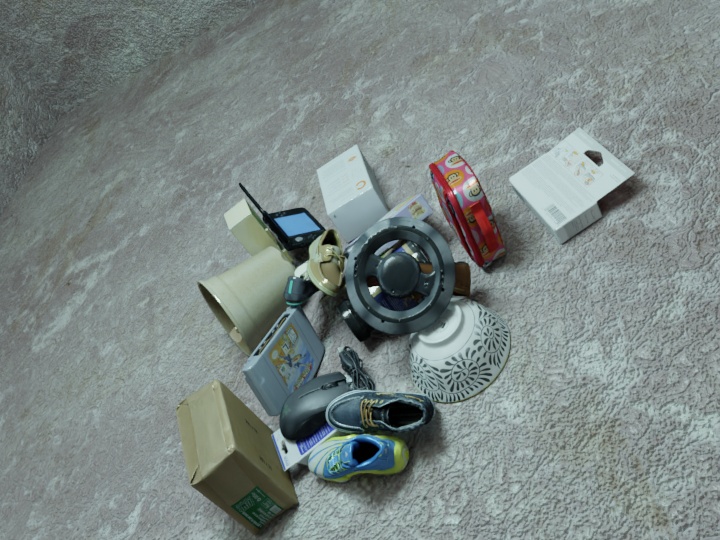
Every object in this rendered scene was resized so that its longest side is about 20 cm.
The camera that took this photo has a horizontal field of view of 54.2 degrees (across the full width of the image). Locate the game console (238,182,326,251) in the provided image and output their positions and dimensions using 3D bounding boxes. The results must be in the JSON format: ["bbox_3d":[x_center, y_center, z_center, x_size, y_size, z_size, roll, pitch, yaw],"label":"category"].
[{"bbox_3d":[-0.183,-0.142,1.693,0.171,0.120,0.200,-13,31,-21],"label":"game console"}]

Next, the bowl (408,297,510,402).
[{"bbox_3d":[0.155,0.116,1.234,0.196,0.095,0.204,-22,40,20],"label":"bowl"}]

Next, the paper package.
[{"bbox_3d":[-0.220,0.329,1.243,0.102,0.201,0.192,-35,37,2],"label":"paper package"}]

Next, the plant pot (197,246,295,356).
[{"bbox_3d":[-0.230,0.052,1.556,0.182,0.204,0.199,-38,36,-18],"label":"plant pot"}]

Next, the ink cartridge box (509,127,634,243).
[{"bbox_3d":[0.403,-0.166,1.350,0.174,0.045,0.202,-35,38,7],"label":"ink cartridge box"}]

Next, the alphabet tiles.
[{"bbox_3d":[0.000,0.000,1.459,0.198,0.008,0.167,-35,7,32],"label":"alphabet tiles"}]

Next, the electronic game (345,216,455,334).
[{"bbox_3d":[0.069,0.008,1.224,0.193,0.042,0.207,-2,83,12],"label":"electronic game"}]

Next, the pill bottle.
[{"bbox_3d":[0.054,0.045,1.373,0.198,0.113,0.112,-38,38,1],"label":"pill bottle"}]

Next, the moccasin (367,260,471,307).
[{"bbox_3d":[0.104,0.025,1.285,0.195,0.074,0.080,1,82,-8],"label":"moccasin"}]

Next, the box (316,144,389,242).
[{"bbox_3d":[-0.019,-0.185,1.674,0.122,0.098,0.202,-29,38,11],"label":"box"}]

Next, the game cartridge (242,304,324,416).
[{"bbox_3d":[-0.143,0.176,1.373,0.041,0.135,0.201,-15,27,38],"label":"game cartridge"}]

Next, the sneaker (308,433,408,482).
[{"bbox_3d":[-0.021,0.303,1.175,0.195,0.105,0.078,-16,61,26],"label":"sneaker"}]

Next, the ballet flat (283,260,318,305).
[{"bbox_3d":[-0.103,0.016,1.464,0.071,0.075,0.199,-19,4,22],"label":"ballet flat"}]

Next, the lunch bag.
[{"bbox_3d":[0.208,-0.109,1.330,0.080,0.202,0.178,-28,38,3],"label":"lunch bag"}]

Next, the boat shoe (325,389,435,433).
[{"bbox_3d":[0.025,0.236,1.181,0.194,0.091,0.073,-7,82,14],"label":"boat shoe"}]

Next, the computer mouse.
[{"bbox_3d":[-0.077,0.227,1.287,0.198,0.053,0.139,-37,38,2],"label":"computer mouse"}]

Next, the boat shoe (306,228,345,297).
[{"bbox_3d":[-0.065,-0.022,1.422,0.067,0.073,0.202,-51,26,21],"label":"boat shoe"}]

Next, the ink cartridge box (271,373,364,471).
[{"bbox_3d":[-0.068,0.283,1.297,0.198,0.039,0.100,-37,38,1],"label":"ink cartridge box"}]

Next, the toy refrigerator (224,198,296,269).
[{"bbox_3d":[-0.229,-0.065,1.642,0.069,0.201,0.076,-35,37,1],"label":"toy refrigerator"}]

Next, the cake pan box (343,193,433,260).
[{"bbox_3d":[0.052,-0.080,1.480,0.198,0.053,0.184,-39,4,0],"label":"cake pan box"}]
